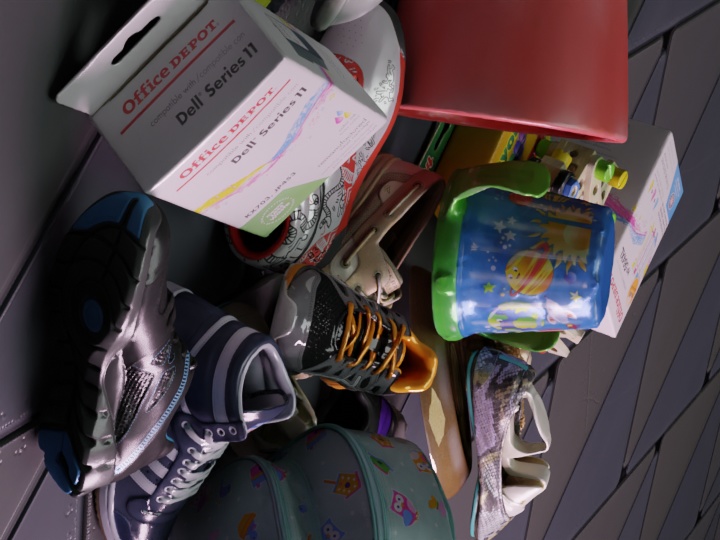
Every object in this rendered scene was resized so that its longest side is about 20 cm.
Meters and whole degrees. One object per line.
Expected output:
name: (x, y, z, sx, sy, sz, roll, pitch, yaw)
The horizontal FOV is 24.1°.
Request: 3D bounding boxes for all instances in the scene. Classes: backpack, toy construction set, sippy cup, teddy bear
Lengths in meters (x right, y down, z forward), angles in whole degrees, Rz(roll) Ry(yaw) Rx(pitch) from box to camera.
backpack: (-0.035, 0.203, 1.174, 0.200, 0.177, 0.153, -37, 137, 27)
toy construction set: (0.167, -0.030, 1.480, 0.131, 0.091, 0.201, 60, 44, -57)
sippy cup: (0.132, -0.008, 1.336, 0.178, 0.129, 0.141, 18, 78, -75)
teddy bear: (0.128, 0.102, 1.530, 0.200, 0.066, 0.146, -64, 149, -87)

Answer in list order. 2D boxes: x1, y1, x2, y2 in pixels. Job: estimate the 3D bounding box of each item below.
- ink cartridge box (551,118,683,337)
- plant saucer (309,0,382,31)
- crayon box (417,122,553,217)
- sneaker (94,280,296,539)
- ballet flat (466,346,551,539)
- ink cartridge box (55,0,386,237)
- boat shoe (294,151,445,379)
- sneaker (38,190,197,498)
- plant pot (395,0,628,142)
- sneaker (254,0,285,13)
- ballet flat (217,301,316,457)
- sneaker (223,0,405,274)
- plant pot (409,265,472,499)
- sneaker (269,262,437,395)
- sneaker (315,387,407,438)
ink cartridge box: (0.215, -0.040, 1.644, 0.201, 0.125, 0.129, -63, 155, -17)
plant saucer: (0.031, -0.237, 1.080, 0.201, 0.050, 0.200, -63, -172, 16)
crayon box: (0.115, -0.088, 1.487, 0.128, 0.051, 0.200, -65, 155, -11)
sneaker: (-0.107, 0.116, 1.099, 0.070, 0.108, 0.201, -25, 130, -57)
ballet flat: (0.123, 0.153, 1.394, 0.072, 0.072, 0.201, -45, 143, -43)
ink cartridge box: (-0.078, -0.095, 1.000, 0.117, 0.067, 0.200, -43, 158, 12)
boat shoe: (0.000, 0.000, 1.291, 0.201, 0.065, 0.072, -60, 154, -22)
sneaker: (-0.139, 0.039, 1.005, 0.082, 0.073, 0.201, -12, 130, -40)
plant pot: (0.114, -0.195, 1.262, 0.200, 0.199, 0.179, 1, 96, -65)
sneaker: (-0.064, -0.212, 1.020, 0.201, 0.078, 0.066, -53, 171, 4)
ballet flat: (-0.067, 0.098, 1.221, 0.070, 0.069, 0.200, -59, 153, -23)
sneaker: (-0.032, -0.093, 1.152, 0.108, 0.067, 0.203, -2, 112, -67)
plant pot: (0.071, 0.094, 1.435, 0.200, 0.027, 0.202, -8, 90, -82)
sneaker: (-0.005, 0.046, 1.172, 0.200, 0.077, 0.079, 25, 80, -67)
sneaker: (-0.038, 0.173, 1.352, 0.201, 0.069, 0.100, -64, 148, -22)
